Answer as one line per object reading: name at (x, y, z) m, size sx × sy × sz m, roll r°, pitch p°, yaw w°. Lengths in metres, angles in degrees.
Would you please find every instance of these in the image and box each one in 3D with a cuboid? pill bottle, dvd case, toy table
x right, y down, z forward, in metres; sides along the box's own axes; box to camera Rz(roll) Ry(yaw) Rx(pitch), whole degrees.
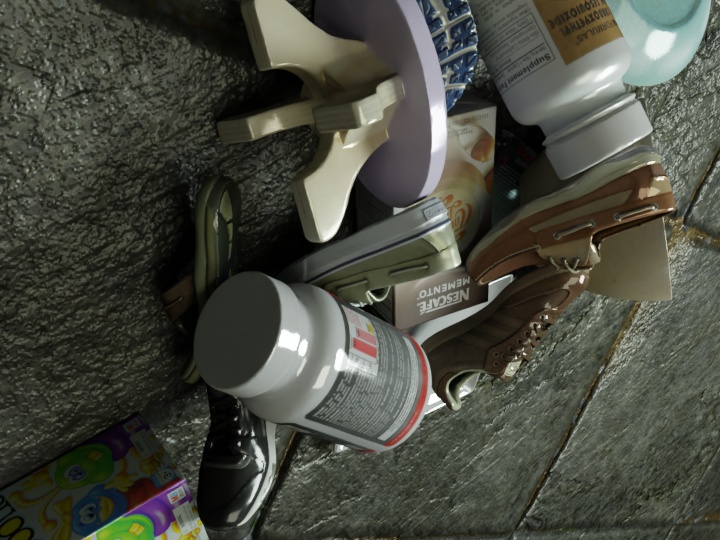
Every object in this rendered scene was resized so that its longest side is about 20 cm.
pill bottle at (-0.036, 0.078, 0.759) m, size 0.199 × 0.116 × 0.117 m, roll 30°, pitch 96°, yaw -48°
pill bottle at (0.167, -0.188, 0.780) m, size 0.114 × 0.114 × 0.202 m, roll -28°, pitch 91°, yaw -22°
dvd case at (0.146, -0.036, 0.992) m, size 0.145 × 0.022 × 0.201 m, roll 24°, pitch 101°, yaw -45°
toy table at (-0.020, -0.132, 0.702) m, size 0.116 × 0.183 × 0.202 m, roll -27°, pitch 98°, yaw -36°

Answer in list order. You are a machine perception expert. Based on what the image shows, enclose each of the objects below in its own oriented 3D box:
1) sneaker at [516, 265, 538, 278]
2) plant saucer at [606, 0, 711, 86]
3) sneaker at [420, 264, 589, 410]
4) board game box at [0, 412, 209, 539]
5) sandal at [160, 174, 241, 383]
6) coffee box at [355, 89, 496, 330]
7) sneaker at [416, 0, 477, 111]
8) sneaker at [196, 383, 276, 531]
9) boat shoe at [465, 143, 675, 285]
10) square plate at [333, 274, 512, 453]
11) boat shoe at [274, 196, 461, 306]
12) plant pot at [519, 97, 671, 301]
sneaker at (0.248, -0.010, 1.038) m, size 0.200 × 0.073 × 0.082 m, roll -41°, pitch 151°, yaw -26°
plant saucer at (0.280, -0.283, 0.872) m, size 0.199 × 0.039 × 0.204 m, roll 0°, pitch 90°, yaw -27°
sneaker at (0.148, 0.066, 0.884) m, size 0.199 × 0.076 × 0.070 m, roll -36°, pitch 151°, yaw 29°
board game box at (-0.247, 0.235, 0.782) m, size 0.199 × 0.105 × 0.104 m, roll -29°, pitch 131°, yaw -23°
sandal at (-0.138, 0.005, 0.762) m, size 0.057 × 0.080 × 0.203 m, roll 11°, pitch 124°, yaw 2°
coffee box at (0.060, -0.059, 0.852) m, size 0.113 × 0.080 × 0.202 m, roll -16°, pitch 122°, yaw -23°
sneaker at (0.054, -0.229, 0.743) m, size 0.076 × 0.085 × 0.203 m, roll -3°, pitch 115°, yaw 4°
sneaker at (-0.115, 0.122, 0.796) m, size 0.088 × 0.075 × 0.202 m, roll 53°, pitch 41°, yaw -46°
boat shoe at (0.185, -0.033, 0.802) m, size 0.199 × 0.072 × 0.076 m, roll -32°, pitch 165°, yaw 22°
square plate at (0.061, 0.096, 0.973) m, size 0.198 × 0.028 × 0.200 m, roll -19°, pitch 140°, yaw -28°
boat shoe at (0.000, 0.000, 0.786) m, size 0.072 × 0.199 × 0.063 m, roll -22°, pitch 89°, yaw -48°
plant pot at (0.235, -0.062, 0.922) m, size 0.133 × 0.202 × 0.201 m, roll -8°, pitch 135°, yaw 18°
